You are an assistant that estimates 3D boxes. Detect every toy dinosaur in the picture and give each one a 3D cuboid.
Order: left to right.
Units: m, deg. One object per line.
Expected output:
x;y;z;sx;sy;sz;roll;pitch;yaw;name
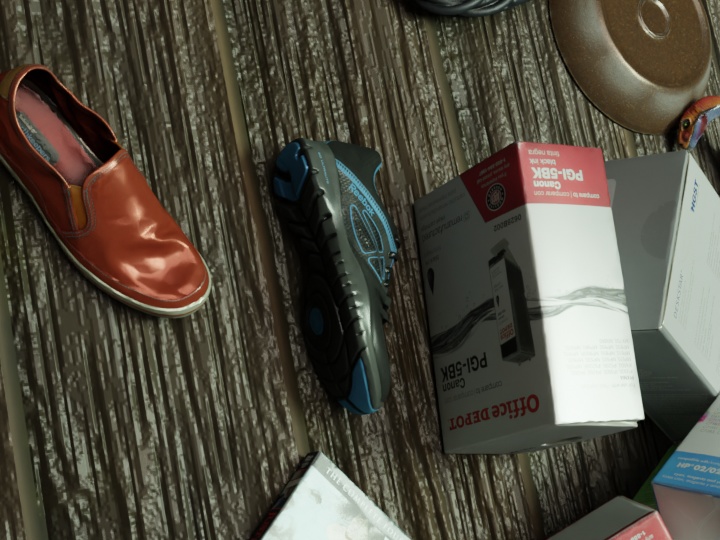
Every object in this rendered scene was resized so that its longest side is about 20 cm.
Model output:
0.368;-0.081;1.184;0.183;0.104;0.200;62;21;5;toy dinosaur

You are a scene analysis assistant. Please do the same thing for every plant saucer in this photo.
0.261;-0.227;1.166;0.198;0.037;0.204;11;69;-30;plant saucer

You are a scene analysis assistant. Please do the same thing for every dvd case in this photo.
-0.034;0.244;0.842;0.146;0.022;0.201;46;56;-13;dvd case

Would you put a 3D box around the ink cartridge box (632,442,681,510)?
0.249;0.237;1.003;0.200;0.059;0.104;-43;100;-34;ink cartridge box

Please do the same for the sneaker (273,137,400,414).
0.000;0.000;0.906;0.081;0.073;0.204;-5;79;-35;sneaker

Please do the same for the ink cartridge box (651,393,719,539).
0.306;0.155;0.964;0.199;0.067;0.117;-39;120;-39;ink cartridge box

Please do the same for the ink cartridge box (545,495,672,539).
0.185;0.289;0.901;0.143;0.084;0.202;-28;93;-8;ink cartridge box

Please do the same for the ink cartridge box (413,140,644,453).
0.118;0.026;0.929;0.082;0.146;0.204;1;74;-30;ink cartridge box

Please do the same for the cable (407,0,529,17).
0.085;-0.291;1.063;0.198;0.051;0.165;-26;90;-35;cable

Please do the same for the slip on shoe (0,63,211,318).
-0.169;-0.050;0.820;0.201;0.061;0.074;51;54;-11;slip on shoe

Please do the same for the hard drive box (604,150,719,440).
0.258;0.026;1.020;0.200;0.076;0.158;43;53;-42;hard drive box
